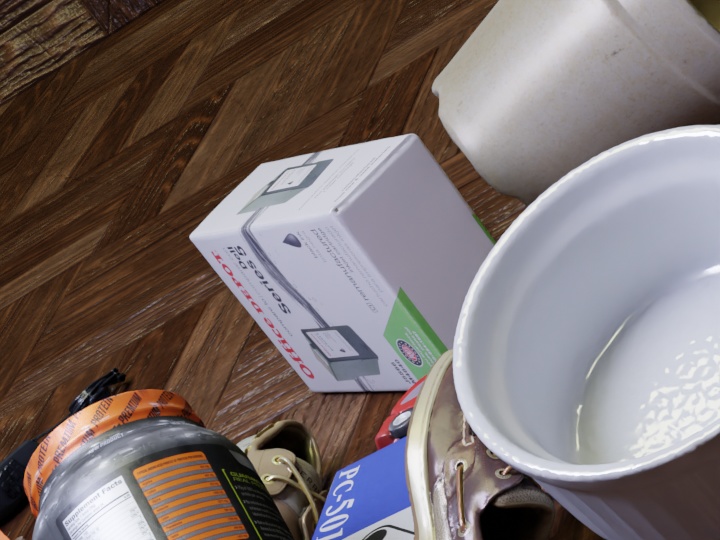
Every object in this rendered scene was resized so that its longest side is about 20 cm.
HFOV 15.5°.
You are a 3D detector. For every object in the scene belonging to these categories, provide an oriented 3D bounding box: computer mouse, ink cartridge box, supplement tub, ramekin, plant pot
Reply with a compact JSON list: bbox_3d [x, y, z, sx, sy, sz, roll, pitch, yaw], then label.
[{"bbox_3d":[-0.241,0.138,2.045,0.200,0.034,0.059,-43,0,-39],"label":"computer mouse"},{"bbox_3d":[0.000,0.000,1.702,0.084,0.146,0.200,-45,18,-24],"label":"ink cartridge box"},{"bbox_3d":[-0.084,0.163,1.297,0.122,0.123,0.200,-35,57,5],"label":"supplement tub"},{"bbox_3d":[0.153,0.038,1.259,0.200,0.098,0.201,-22,44,23],"label":"ramekin"},{"bbox_3d":[0.153,-0.134,1.720,0.183,0.200,0.201,-42,13,20],"label":"plant pot"},{"bbox_3d":[0.014,0.157,1.410,0.094,0.044,0.200,-29,19,25],"label":"ink cartridge box"}]

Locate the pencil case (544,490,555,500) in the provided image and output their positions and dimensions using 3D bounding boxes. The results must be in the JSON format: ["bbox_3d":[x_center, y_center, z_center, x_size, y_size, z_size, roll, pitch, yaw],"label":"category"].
[{"bbox_3d":[0.161,0.035,1.391,0.200,0.088,0.087,-36,16,6],"label":"pencil case"}]

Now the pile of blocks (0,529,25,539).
[{"bbox_3d":[-0.236,0.196,1.750,0.200,0.062,0.082,-23,20,41],"label":"pile of blocks"}]

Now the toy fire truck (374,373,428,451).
[{"bbox_3d":[0.111,0.045,1.519,0.200,0.049,0.141,-26,19,36],"label":"toy fire truck"}]

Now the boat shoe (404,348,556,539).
[{"bbox_3d":[0.065,0.123,1.304,0.072,0.072,0.201,-15,46,27],"label":"boat shoe"}]

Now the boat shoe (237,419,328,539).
[{"bbox_3d":[-0.054,0.136,1.567,0.066,0.074,0.200,-40,15,9],"label":"boat shoe"}]
